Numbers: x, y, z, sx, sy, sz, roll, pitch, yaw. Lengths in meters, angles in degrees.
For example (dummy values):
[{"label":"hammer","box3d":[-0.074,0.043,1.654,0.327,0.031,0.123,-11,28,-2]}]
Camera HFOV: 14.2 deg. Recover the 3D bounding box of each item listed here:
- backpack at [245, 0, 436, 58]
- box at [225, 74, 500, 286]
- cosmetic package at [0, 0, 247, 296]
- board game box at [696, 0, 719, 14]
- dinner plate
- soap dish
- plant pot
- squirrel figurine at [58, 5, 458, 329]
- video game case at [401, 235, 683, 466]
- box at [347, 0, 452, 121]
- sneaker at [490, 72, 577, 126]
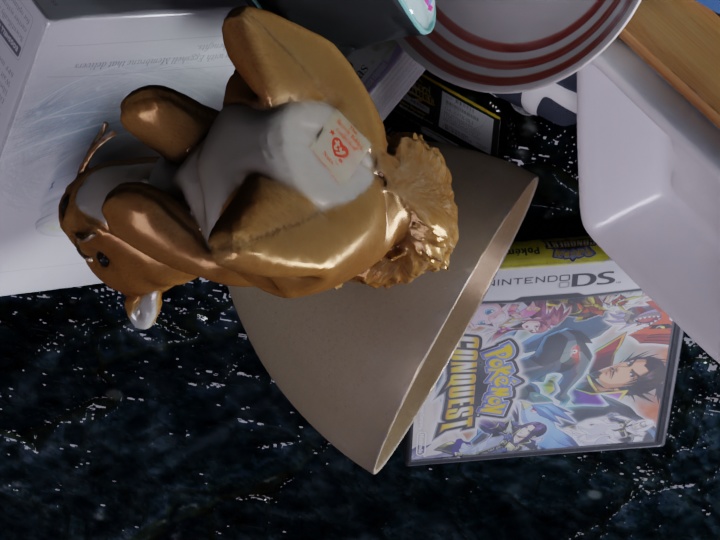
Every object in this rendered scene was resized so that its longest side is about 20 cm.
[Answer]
[{"label":"backpack","box3d":[-0.015,-0.234,1.503,0.153,0.201,0.176,-20,148,18]},{"label":"box","box3d":[-0.035,-0.060,1.797,0.159,0.050,0.200,26,133,-22]},{"label":"cosmetic package","box3d":[-0.147,-0.102,1.627,0.198,0.123,0.201,-8,137,-38]},{"label":"board game box","box3d":[0.166,-0.235,1.551,0.200,0.039,0.159,34,142,29]},{"label":"dinner plate","box3d":[0.083,-0.196,1.564,0.200,0.201,0.024,-31,163,33]},{"label":"soap dish","box3d":[0.196,-0.052,1.621,0.081,0.157,0.200,-34,150,-17]},{"label":"plant pot","box3d":[0.000,0.000,1.703,0.134,0.201,0.201,29,136,5]},{"label":"squirrel figurine","box3d":[-0.057,-0.029,1.524,0.199,0.142,0.186,12,154,-38]},{"label":"video game case","box3d":[0.120,0.053,1.884,0.179,0.026,0.201,-4,138,-6]},{"label":"box","box3d":[0.025,-0.137,1.629,0.200,0.039,0.041,-51,156,3]},{"label":"sneaker","box3d":[0.154,-0.145,1.669,0.198,0.080,0.130,-28,143,13]}]
